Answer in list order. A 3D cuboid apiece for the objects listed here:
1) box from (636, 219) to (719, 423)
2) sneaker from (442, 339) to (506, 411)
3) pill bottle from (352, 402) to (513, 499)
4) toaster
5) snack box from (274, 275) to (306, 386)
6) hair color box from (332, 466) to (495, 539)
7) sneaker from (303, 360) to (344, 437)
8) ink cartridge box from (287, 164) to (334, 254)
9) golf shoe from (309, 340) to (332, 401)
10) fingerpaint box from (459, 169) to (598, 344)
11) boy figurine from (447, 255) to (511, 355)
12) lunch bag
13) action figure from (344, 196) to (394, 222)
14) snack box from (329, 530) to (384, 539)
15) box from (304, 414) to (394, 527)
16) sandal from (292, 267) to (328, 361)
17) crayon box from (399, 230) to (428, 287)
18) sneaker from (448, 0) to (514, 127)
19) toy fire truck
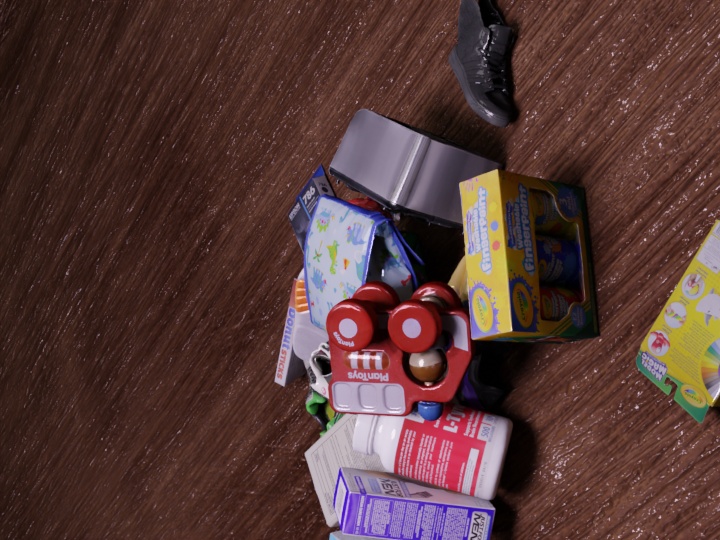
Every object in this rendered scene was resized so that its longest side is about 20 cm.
[{"bbox_3d":[0.397,0.059,1.099,0.117,0.048,0.201,48,120,43],"label":"box"},{"bbox_3d":[0.154,0.099,1.390,0.099,0.069,0.201,-34,66,39],"label":"sneaker"},{"bbox_3d":[0.096,0.228,1.330,0.199,0.112,0.113,14,98,11],"label":"pill bottle"},{"bbox_3d":[0.082,-0.137,1.409,0.200,0.180,0.119,35,108,49],"label":"toaster"},{"bbox_3d":[-0.101,0.097,1.678,0.024,0.072,0.201,24,116,24],"label":"snack box"},{"bbox_3d":[0.070,0.320,1.337,0.109,0.199,0.065,-141,62,-79],"label":"hair color box"},{"bbox_3d":[-0.054,0.191,1.622,0.078,0.085,0.200,-54,47,33],"label":"sneaker"},{"bbox_3d":[-0.073,-0.083,1.719,0.100,0.039,0.200,-52,48,35],"label":"ink cartridge box"},{"bbox_3d":[-0.028,0.119,1.472,0.077,0.088,0.200,-53,23,29],"label":"golf shoe"},{"bbox_3d":[0.213,-0.013,1.243,0.073,0.166,0.201,-17,72,49],"label":"fingerpaint box"},{"bbox_3d":[0.177,0.014,1.350,0.124,0.064,0.201,-3,64,23],"label":"boy figurine"},{"bbox_3d":[0.000,0.000,1.414,0.170,0.127,0.201,26,130,53],"label":"lunch bag"},{"bbox_3d":[0.005,-0.114,1.554,0.099,0.065,0.201,-34,41,28],"label":"action figure"},{"bbox_3d":[0.069,0.381,1.349,0.116,0.199,0.037,23,110,51],"label":"snack box"},{"bbox_3d":[0.024,0.282,1.492,0.200,0.109,0.128,-48,51,38],"label":"box"},{"bbox_3d":[-0.069,0.052,1.574,0.059,0.079,0.207,-80,5,-55],"label":"sandal"},{"bbox_3d":[0.020,0.032,1.569,0.200,0.058,0.119,-34,61,44],"label":"crayon box"},{"bbox_3d":[0.181,-0.305,1.405,0.104,0.060,0.200,-57,42,37],"label":"sneaker"},{"bbox_3d":[0.050,0.108,1.265,0.199,0.112,0.169,1,104,21],"label":"toy fire truck"}]
